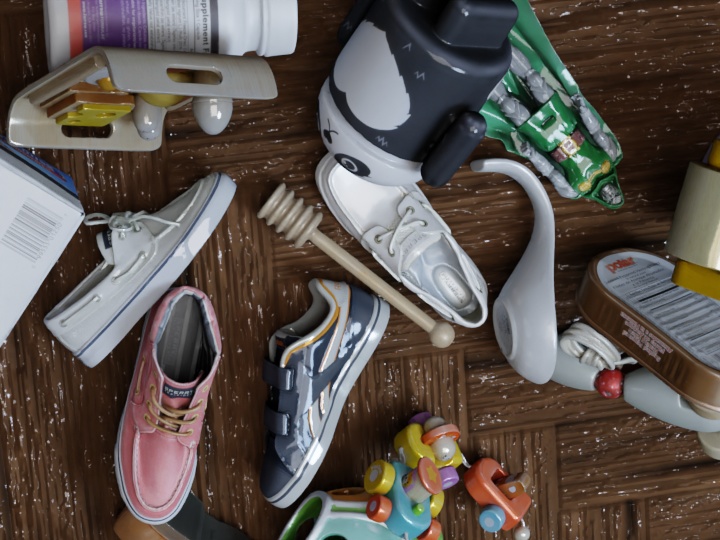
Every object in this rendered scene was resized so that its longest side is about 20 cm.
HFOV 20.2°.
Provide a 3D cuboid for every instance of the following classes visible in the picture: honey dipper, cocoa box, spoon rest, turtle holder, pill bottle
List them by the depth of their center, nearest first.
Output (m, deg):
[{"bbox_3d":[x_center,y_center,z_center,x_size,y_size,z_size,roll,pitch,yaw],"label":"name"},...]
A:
[{"bbox_3d":[-0.154,-0.210,1.628,0.198,0.111,0.113,-4,105,-11],"label":"pill bottle"},{"bbox_3d":[-0.331,-0.012,1.630,0.133,0.131,0.201,31,96,-18],"label":"cocoa box"},{"bbox_3d":[0.000,0.000,1.726,0.199,0.038,0.038,38,94,-2],"label":"honey dipper"},{"bbox_3d":[0.143,-0.001,1.760,0.060,0.099,0.202,-11,94,-14],"label":"spoon rest"},{"bbox_3d":[-0.016,0.274,1.769,0.131,0.141,0.186,36,107,-19],"label":"turtle holder"}]

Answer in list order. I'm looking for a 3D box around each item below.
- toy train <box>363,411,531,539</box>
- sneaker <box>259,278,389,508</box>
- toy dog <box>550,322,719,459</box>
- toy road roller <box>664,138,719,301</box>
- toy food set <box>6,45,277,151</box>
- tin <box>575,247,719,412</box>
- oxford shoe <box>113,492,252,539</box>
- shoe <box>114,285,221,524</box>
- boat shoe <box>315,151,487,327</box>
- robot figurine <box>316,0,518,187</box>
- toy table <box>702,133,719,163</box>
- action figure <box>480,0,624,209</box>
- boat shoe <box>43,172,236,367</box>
[{"bbox_3d":[0.086,0.192,1.755,0.151,0.200,0.056,50,122,3],"label":"toy train"},{"bbox_3d":[-0.053,0.101,1.747,0.079,0.078,0.202,27,86,-22],"label":"sneaker"},{"bbox_3d":[0.266,0.081,1.779,0.199,0.132,0.097,29,65,5],"label":"toy dog"},{"bbox_3d":[0.365,-0.024,1.676,0.198,0.146,0.124,20,100,23],"label":"toy road roller"},{"bbox_3d":[-0.175,-0.125,1.587,0.142,0.199,0.061,-1,80,-34],"label":"toy food set"},{"bbox_3d":[0.271,0.048,1.714,0.111,0.200,0.042,-14,134,-45],"label":"tin"},{"bbox_3d":[-0.135,0.266,1.787,0.071,0.072,0.200,-36,109,27],"label":"oxford shoe"},{"bbox_3d":[-0.161,0.111,1.689,0.071,0.091,0.202,9,84,-10],"label":"shoe"},{"bbox_3d":[0.043,-0.028,1.737,0.071,0.069,0.200,-46,107,4],"label":"boat shoe"},{"bbox_3d":[0.044,-0.161,1.652,0.124,0.151,0.200,28,127,-12],"label":"robot figurine"},{"bbox_3d":[0.371,-0.028,1.783,0.182,0.117,0.202,-20,106,-6],"label":"toy table"},{"bbox_3d":[0.163,-0.127,1.747,0.118,0.055,0.200,-43,109,7],"label":"action figure"},{"bbox_3d":[-0.194,-0.019,1.695,0.086,0.075,0.202,40,103,-14],"label":"boat shoe"}]
